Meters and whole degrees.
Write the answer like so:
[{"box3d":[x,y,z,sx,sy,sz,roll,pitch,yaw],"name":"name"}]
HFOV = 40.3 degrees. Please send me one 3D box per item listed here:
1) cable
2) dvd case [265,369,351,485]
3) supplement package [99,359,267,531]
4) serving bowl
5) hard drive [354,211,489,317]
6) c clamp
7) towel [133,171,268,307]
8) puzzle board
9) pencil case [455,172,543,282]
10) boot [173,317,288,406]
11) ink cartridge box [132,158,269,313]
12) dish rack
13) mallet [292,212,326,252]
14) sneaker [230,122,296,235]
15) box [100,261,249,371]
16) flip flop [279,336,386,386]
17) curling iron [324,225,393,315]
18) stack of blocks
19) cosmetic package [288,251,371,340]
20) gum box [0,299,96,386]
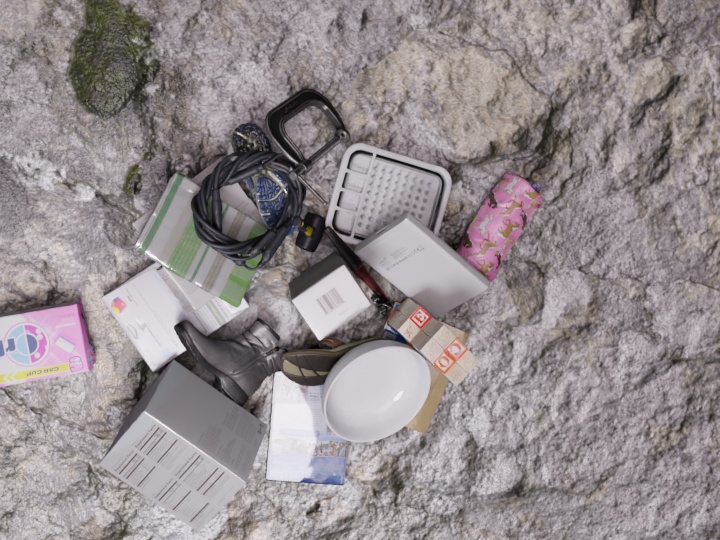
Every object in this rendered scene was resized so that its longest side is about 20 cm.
[{"box3d":[-0.179,-0.112,1.591,0.163,0.051,0.200,34,80,-9],"name":"cable"},{"box3d":[-0.091,0.278,1.738,0.142,0.018,0.201,5,95,-4],"name":"dvd case"},{"box3d":[-0.289,0.289,1.622,0.200,0.152,0.151,37,117,-10],"name":"supplement package"},{"box3d":[0.019,0.198,1.693,0.199,0.066,0.201,-13,124,-20],"name":"serving bowl"},{"box3d":[0.106,-0.007,1.683,0.200,0.027,0.132,39,132,-22],"name":"hard drive"},{"box3d":[-0.079,-0.215,1.634,0.171,0.027,0.200,44,45,-7],"name":"c clamp"},{"box3d":[-0.254,-0.048,1.597,0.200,0.031,0.150,33,71,-24],"name":"towel"},{"box3d":[0.089,0.175,1.763,0.150,0.017,0.201,24,91,-9],"name":"puzzle board"},{"box3d":[0.242,-0.073,1.731,0.200,0.086,0.083,-56,139,0],"name":"pencil case"},{"box3d":[-0.216,0.123,1.665,0.132,0.070,0.200,-43,123,-11],"name":"boot"},{"box3d":[-0.258,-0.059,1.632,0.200,0.045,0.177,-42,102,-28],"name":"ink cartridge box"},{"box3d":[0.047,-0.119,1.713,0.199,0.044,0.172,15,92,-10],"name":"dish rack"},{"box3d":[-0.087,-0.079,1.622,0.041,0.200,0.066,21,81,5],"name":"mallet"},{"box3d":[-0.160,-0.154,1.658,0.077,0.085,0.201,-24,100,-14],"name":"sneaker"},{"box3d":[-0.314,0.053,1.674,0.200,0.041,0.156,-35,99,-6],"name":"box"},{"box3d":[-0.047,0.146,1.708,0.199,0.058,0.081,-12,132,-17],"name":"flip flop"},{"box3d":[0.000,0.000,1.699,0.025,0.050,0.200,-32,111,6],"name":"curling iron"},{"box3d":[0.118,0.116,1.652,0.115,0.200,0.059,44,89,-10],"name":"stack of blocks"},{"box3d":[-0.055,0.037,1.632,0.107,0.200,0.085,-35,98,1],"name":"cosmetic package"},{"box3d":[-0.546,0.122,1.631,0.199,0.066,0.114,-10,96,-8],"name":"gum box"}]
